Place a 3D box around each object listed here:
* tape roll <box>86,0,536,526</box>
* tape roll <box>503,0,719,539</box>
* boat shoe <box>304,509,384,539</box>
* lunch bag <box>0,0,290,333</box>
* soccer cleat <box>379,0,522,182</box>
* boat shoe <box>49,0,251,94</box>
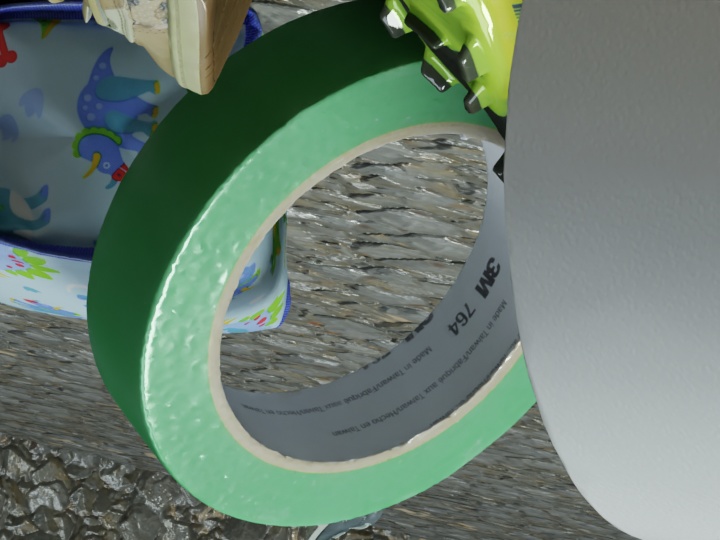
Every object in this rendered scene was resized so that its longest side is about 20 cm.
[{"bbox_3d":[0.000,0.000,0.890,0.200,0.201,0.048,22,-163,-43],"label":"tape roll"},{"bbox_3d":[0.142,-0.026,0.582,0.139,0.203,0.203,5,167,34],"label":"tape roll"},{"bbox_3d":[-0.017,0.258,2.579,0.062,0.073,0.200,16,164,-5],"label":"boat shoe"},{"bbox_3d":[-0.130,-0.044,0.986,0.199,0.128,0.170,1,169,5],"label":"lunch bag"},{"bbox_3d":[0.065,-0.077,0.801,0.065,0.084,0.200,45,177,42],"label":"soccer cleat"},{"bbox_3d":[-0.064,-0.116,0.713,0.062,0.074,0.200,16,159,8],"label":"boat shoe"}]
